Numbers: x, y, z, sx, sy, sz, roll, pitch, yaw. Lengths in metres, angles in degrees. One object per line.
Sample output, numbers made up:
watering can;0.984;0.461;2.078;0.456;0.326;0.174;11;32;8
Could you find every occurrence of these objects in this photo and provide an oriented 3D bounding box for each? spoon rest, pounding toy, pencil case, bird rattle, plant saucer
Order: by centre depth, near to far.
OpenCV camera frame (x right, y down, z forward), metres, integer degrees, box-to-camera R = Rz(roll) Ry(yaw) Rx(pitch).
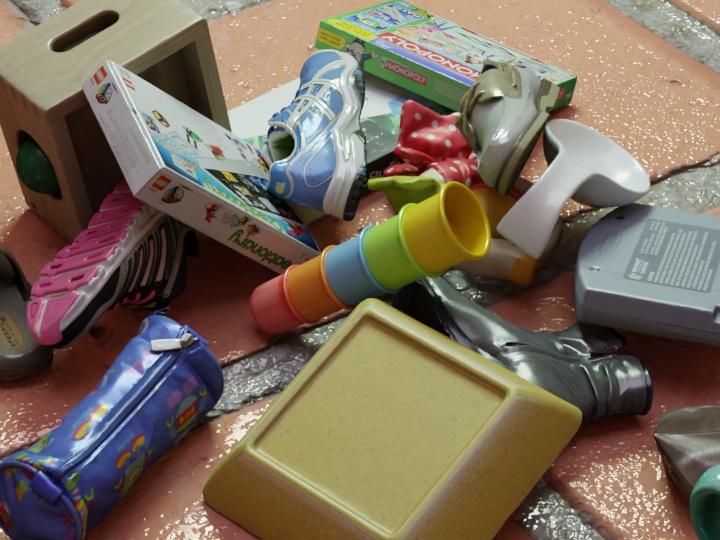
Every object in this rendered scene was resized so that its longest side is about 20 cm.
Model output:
plant saucer;0.016;0.114;1.338;0.199;0.049;0.200;27;65;31
pencil case;-0.171;0.110;1.364;0.078;0.087;0.200;35;47;8
spoon rest;0.170;-0.073;1.546;0.099;0.061;0.200;36;32;8
pounding toy;-0.230;-0.135;1.588;0.199;0.185;0.142;-34;47;-23
bird rattle;0.083;-0.046;1.589;0.162;0.114;0.200;21;27;8

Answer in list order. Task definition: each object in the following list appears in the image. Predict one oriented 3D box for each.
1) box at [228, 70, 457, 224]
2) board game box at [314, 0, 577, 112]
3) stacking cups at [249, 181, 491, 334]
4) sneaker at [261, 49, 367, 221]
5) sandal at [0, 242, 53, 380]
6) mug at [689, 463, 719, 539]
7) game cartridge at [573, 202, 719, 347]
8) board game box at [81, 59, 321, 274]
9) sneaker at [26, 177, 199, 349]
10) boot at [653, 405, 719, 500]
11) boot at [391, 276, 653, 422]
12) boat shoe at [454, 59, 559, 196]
box;-0.022;-0.119;1.703;0.199;0.037;0.144;-30;46;-32
board game box;0.077;-0.185;1.754;0.199;0.029;0.134;27;27;24
stacking cups;0.000;0.000;1.451;0.199;0.061;0.061;-25;25;31
sneaker;-0.039;-0.121;1.608;0.076;0.076;0.201;8;35;-10
sandal;-0.295;0.011;1.517;0.081;0.055;0.200;-17;41;-21
mug;0.306;0.195;1.227;0.151;0.115;0.185;-12;38;-15
game cartridge;0.233;0.001;1.512;0.132;0.041;0.200;14;24;12
board game box;-0.120;-0.075;1.522;0.035;0.199;0.127;-42;51;16
sneaker;-0.178;0.005;1.496;0.073;0.088;0.200;-12;29;32
boot;0.303;0.144;1.334;0.198;0.065;0.187;-1;24;-7
boot;0.117;0.057;1.462;0.131;0.070;0.200;-14;46;-28
boat shoe;0.109;-0.116;1.560;0.068;0.075;0.200;29;20;0
